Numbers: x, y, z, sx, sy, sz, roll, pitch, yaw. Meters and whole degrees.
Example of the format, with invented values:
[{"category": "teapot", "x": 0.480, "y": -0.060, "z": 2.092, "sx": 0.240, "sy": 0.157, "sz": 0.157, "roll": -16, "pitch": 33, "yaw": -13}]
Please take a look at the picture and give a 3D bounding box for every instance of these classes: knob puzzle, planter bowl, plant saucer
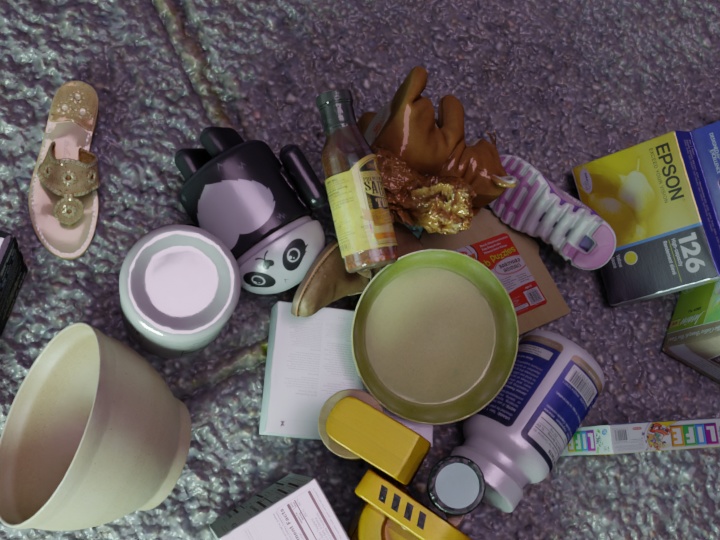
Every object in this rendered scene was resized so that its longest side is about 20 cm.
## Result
[{"category": "knob puzzle", "x": 0.149, "y": 0.000, "z": 1.065, "sx": 0.219, "sy": 0.030, "sz": 0.220, "roll": 9, "pitch": 61, "yaw": -18}, {"category": "planter bowl", "x": -0.258, "y": 0.170, "z": 0.839, "sx": 0.135, "sy": 0.200, "sz": 0.201, "roll": 29, "pitch": 68, "yaw": -36}, {"category": "plant saucer", "x": 0.084, "y": 0.076, "z": 0.961, "sx": 0.200, "sy": 0.031, "sz": 0.200, "roll": 0, "pitch": 88, "yaw": -12}]

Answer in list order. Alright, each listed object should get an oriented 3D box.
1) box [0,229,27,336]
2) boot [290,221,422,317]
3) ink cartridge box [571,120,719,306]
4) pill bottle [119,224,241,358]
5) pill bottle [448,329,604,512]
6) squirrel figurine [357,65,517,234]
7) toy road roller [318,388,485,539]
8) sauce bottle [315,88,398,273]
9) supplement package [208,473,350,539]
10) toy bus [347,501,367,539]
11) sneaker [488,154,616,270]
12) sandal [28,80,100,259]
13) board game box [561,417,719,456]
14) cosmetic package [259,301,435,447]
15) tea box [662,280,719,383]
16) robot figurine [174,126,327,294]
[{"category": "box", "x": -0.393, "y": 0.066, "z": 0.826, "sx": 0.049, "sy": 0.161, "sz": 0.200, "roll": 19, "pitch": 74, "yaw": -10}, {"category": "boot", "x": 0.000, "y": 0.000, "z": 0.966, "sx": 0.075, "sy": 0.074, "sz": 0.200, "roll": 37, "pitch": 50, "yaw": 17}, {"category": "ink cartridge box", "x": 0.395, "y": -0.072, "z": 1.077, "sx": 0.047, "sy": 0.200, "sz": 0.198, "roll": 0, "pitch": 73, "yaw": -52}, {"category": "pill bottle", "x": -0.193, "y": 0.032, "z": 0.870, "sx": 0.114, "sy": 0.200, "sz": 0.115, "roll": 4, "pitch": 76, "yaw": -15}, {"category": "pill bottle", "x": 0.194, "y": 0.179, "z": 0.992, "sx": 0.116, "sy": 0.116, "sz": 0.200, "roll": 41, "pitch": 70, "yaw": -3}, {"category": "squirrel figurine", "x": 0.092, "y": -0.116, "z": 1.016, "sx": 0.186, "sy": 0.141, "sz": 0.200, "roll": 28, "pitch": 52, "yaw": -20}, {"category": "toy road roller", "x": 0.026, "y": 0.229, "z": 0.857, "sx": 0.200, "sy": 0.123, "sz": 0.146, "roll": 32, "pitch": 79, "yaw": 12}, {"category": "sauce bottle", "x": -0.008, "y": -0.100, "z": 0.919, "sx": 0.066, "sy": 0.066, "sz": 0.200, "roll": -13, "pitch": 88, "yaw": -18}, {"category": "supplement package", "x": -0.058, "y": 0.327, "z": 0.860, "sx": 0.111, "sy": 0.156, "sz": 0.200, "roll": -28, "pitch": 86, "yaw": -18}, {"category": "toy bus", "x": 0.077, "y": 0.330, "z": 0.941, "sx": 0.200, "sy": 0.078, "sz": 0.065, "roll": 33, "pitch": 69, "yaw": -6}, {"category": "sneaker", "x": 0.250, "y": -0.078, "z": 1.096, "sx": 0.200, "sy": 0.088, "sz": 0.081, "roll": 40, "pitch": 113, "yaw": 15}, {"category": "sandal", "x": -0.332, "y": -0.123, "z": 0.937, "sx": 0.077, "sy": 0.070, "sz": 0.212, "roll": 5, "pitch": 76, "yaw": -15}, {"category": "board game box", "x": 0.358, "y": 0.204, "z": 1.023, "sx": 0.200, "sy": 0.134, "sz": 0.034, "roll": 0, "pitch": 77, "yaw": -16}, {"category": "cosmetic package", "x": -0.012, "y": 0.125, "z": 0.980, "sx": 0.200, "sy": 0.052, "sz": 0.151, "roll": 8, "pitch": 73, "yaw": -14}, {"category": "tea box", "x": 0.548, "y": 0.059, "z": 1.113, "sx": 0.200, "sy": 0.134, "sz": 0.197, "roll": 29, "pitch": 70, "yaw": -7}, {"category": "robot figurine", "x": -0.127, "y": -0.068, "z": 0.953, "sx": 0.125, "sy": 0.150, "sz": 0.200, "roll": -32, "pitch": 87, "yaw": -33}]
